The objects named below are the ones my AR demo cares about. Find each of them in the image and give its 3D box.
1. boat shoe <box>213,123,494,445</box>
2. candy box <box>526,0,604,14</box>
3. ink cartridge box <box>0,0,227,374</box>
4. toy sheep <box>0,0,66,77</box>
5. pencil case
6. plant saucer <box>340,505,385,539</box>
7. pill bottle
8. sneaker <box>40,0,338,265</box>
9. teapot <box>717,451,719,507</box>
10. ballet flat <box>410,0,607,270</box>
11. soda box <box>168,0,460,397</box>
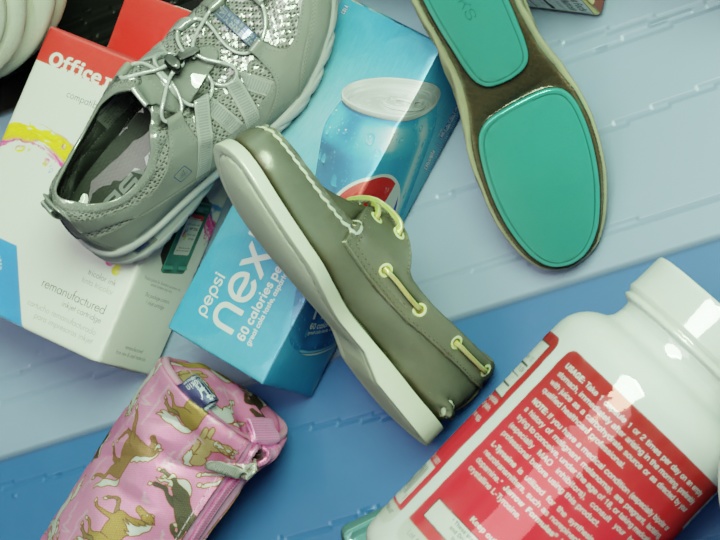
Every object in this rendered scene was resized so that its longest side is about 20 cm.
[{"bbox_3d":[-0.001,-0.001,1.083,0.060,0.202,0.072,-40,29,-9],"label":"boat shoe"},{"bbox_3d":[0.041,-0.209,1.162,0.200,0.055,0.116,10,84,24],"label":"candy box"},{"bbox_3d":[-0.137,-0.057,1.206,0.116,0.067,0.200,22,89,24],"label":"ink cartridge box"},{"bbox_3d":[-0.225,-0.167,1.208,0.137,0.200,0.138,2,115,5],"label":"toy sheep"},{"bbox_3d":[-0.124,0.143,1.159,0.083,0.087,0.200,34,96,-6],"label":"pencil case"},{"bbox_3d":[0.051,0.208,1.106,0.070,0.019,0.200,-28,72,17],"label":"plant saucer"},{"bbox_3d":[0.107,0.094,1.044,0.200,0.112,0.112,-47,67,2],"label":"pill bottle"},{"bbox_3d":[-0.085,-0.088,1.109,0.075,0.082,0.200,38,95,22],"label":"sneaker"},{"bbox_3d":[0.269,0.103,0.966,0.200,0.146,0.198,0,54,43],"label":"teapot"},{"bbox_3d":[0.075,-0.097,1.106,0.069,0.070,0.200,-12,114,21],"label":"ballet flat"},{"bbox_3d":[-0.018,-0.038,1.153,0.068,0.064,0.200,29,94,25],"label":"soda box"}]
